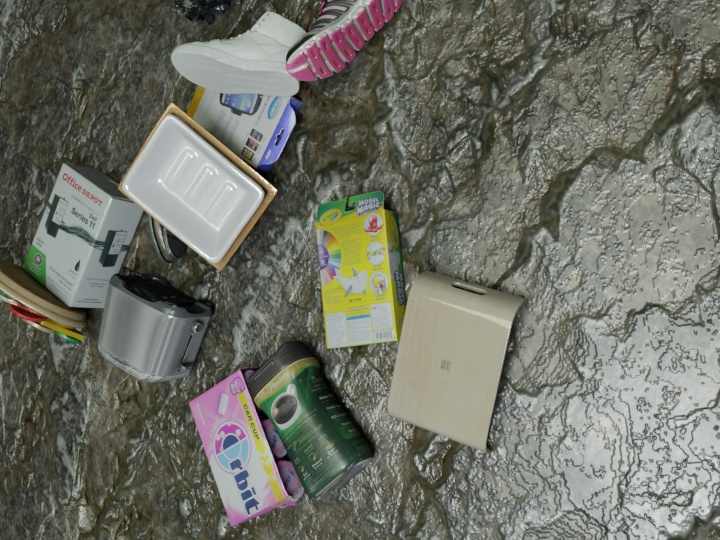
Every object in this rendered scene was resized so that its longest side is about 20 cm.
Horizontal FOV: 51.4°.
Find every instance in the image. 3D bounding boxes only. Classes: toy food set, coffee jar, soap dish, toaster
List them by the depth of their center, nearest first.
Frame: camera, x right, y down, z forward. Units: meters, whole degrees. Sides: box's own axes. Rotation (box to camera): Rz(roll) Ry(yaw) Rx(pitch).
[{"bbox_3d":[0.121,0.117,0.959,0.141,0.060,0.206,16,102,28],"label":"toy food set"},{"bbox_3d":[-0.073,0.203,1.037,0.104,0.085,0.202,-41,69,21],"label":"coffee jar"},{"bbox_3d":[-0.239,-0.125,1.119,0.199,0.081,0.158,38,106,-5],"label":"soap dish"},{"bbox_3d":[-0.332,0.087,1.175,0.197,0.113,0.132,22,99,26],"label":"toaster"},{"bbox_3d":[-0.547,0.047,1.247,0.196,0.199,0.049,30,85,43],"label":"toy food set"}]

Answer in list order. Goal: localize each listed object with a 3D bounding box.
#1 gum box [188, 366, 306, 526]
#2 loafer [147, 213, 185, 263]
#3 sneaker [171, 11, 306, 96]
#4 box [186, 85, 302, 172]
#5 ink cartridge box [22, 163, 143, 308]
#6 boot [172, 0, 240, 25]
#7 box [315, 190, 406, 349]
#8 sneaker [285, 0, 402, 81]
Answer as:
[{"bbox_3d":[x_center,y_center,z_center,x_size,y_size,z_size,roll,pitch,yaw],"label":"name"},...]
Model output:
[{"bbox_3d":[-0.161,0.259,1.092,0.112,0.066,0.204,-32,73,25],"label":"gum box"},{"bbox_3d":[-0.299,-0.117,1.197,0.061,0.072,0.206,-10,80,21],"label":"loafer"},{"bbox_3d":[-0.172,-0.327,1.111,0.194,0.074,0.118,11,62,5],"label":"sneaker"},{"bbox_3d":[-0.175,-0.242,1.153,0.198,0.041,0.121,35,103,24],"label":"box"},{"bbox_3d":[-0.472,-0.060,1.279,0.145,0.083,0.204,29,100,27],"label":"ink cartridge box"},{"bbox_3d":[-0.236,-0.508,1.190,0.160,0.073,0.203,-22,77,29],"label":"boot"},{"bbox_3d":[0.000,0.000,1.034,0.115,0.048,0.206,-8,85,28],"label":"box"},{"bbox_3d":[-0.034,-0.352,1.053,0.199,0.074,0.088,-42,59,2],"label":"sneaker"}]
